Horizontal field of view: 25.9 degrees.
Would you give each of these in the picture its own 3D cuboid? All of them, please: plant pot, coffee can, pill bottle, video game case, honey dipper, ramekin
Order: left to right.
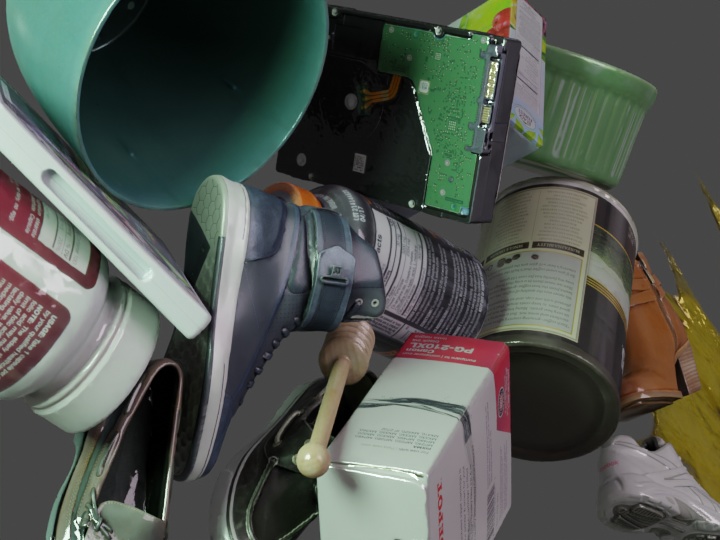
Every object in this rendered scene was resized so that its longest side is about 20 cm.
[{"bbox_3d":[-0.223,0.004,0.933,0.200,0.114,0.115,40,42,-28],"label":"pill bottle"},{"bbox_3d":[-0.177,-0.050,0.996,0.182,0.023,0.200,48,-2,-20],"label":"video game case"},{"bbox_3d":[-0.147,-0.169,1.061,0.199,0.202,0.161,5,28,-49],"label":"plant pot"},{"bbox_3d":[-0.018,0.086,1.078,0.038,0.038,0.200,53,18,-13],"label":"honey dipper"},{"bbox_3d":[0.000,0.000,1.213,0.199,0.106,0.107,26,50,-39],"label":"pill bottle"},{"bbox_3d":[0.161,-0.143,1.423,0.199,0.199,0.099,15,93,-45],"label":"ramekin"},{"bbox_3d":[0.159,0.039,1.349,0.146,0.146,0.201,42,41,-25],"label":"coffee can"}]

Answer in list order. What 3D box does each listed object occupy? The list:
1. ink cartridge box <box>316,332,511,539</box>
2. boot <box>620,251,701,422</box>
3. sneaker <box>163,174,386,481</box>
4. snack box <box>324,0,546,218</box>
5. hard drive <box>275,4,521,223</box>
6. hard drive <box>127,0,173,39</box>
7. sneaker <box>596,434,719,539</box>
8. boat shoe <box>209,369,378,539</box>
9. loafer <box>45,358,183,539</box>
[{"bbox_3d":[0.043,0.155,1.123,0.200,0.083,0.147,-48,139,-58],"label":"ink cartridge box"},{"bbox_3d":[0.260,0.061,1.524,0.199,0.073,0.157,-8,75,-65],"label":"boot"},{"bbox_3d":[-0.057,0.050,1.075,0.145,0.077,0.205,13,88,-34],"label":"sneaker"},{"bbox_3d":[0.059,-0.124,1.281,0.053,0.199,0.144,36,44,-31],"label":"snack box"},{"bbox_3d":[0.026,-0.125,1.209,0.038,0.198,0.142,-4,106,-50],"label":"hard drive"},{"bbox_3d":[-0.135,-0.227,1.215,0.201,0.033,0.140,51,43,-18],"label":"hard drive"},{"bbox_3d":[0.295,0.207,1.474,0.199,0.077,0.100,31,43,-37],"label":"sneaker"},{"bbox_3d":[-0.043,0.136,1.112,0.071,0.063,0.201,51,38,-16],"label":"boat shoe"},{"bbox_3d":[-0.149,0.144,0.979,0.071,0.063,0.202,30,48,-36],"label":"loafer"}]
